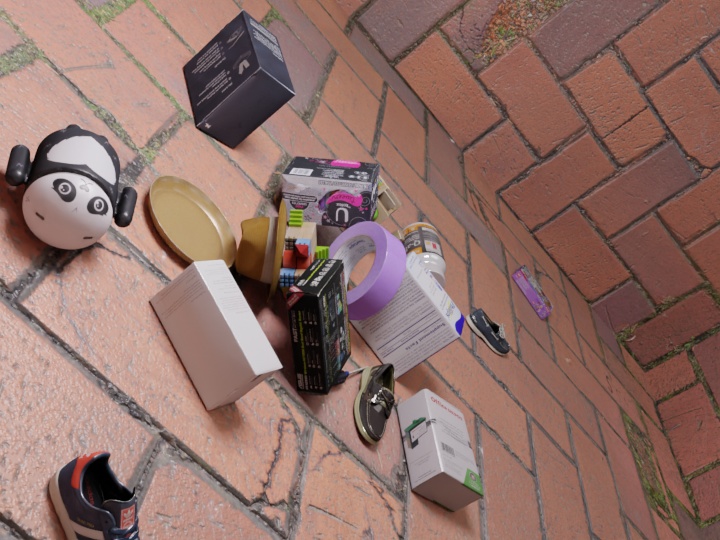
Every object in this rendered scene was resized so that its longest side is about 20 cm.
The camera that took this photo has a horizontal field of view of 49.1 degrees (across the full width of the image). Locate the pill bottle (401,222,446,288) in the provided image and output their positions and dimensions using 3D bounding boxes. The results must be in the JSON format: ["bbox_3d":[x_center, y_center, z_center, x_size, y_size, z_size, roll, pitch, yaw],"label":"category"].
[{"bbox_3d":[0.168,-0.028,2.115,0.116,0.116,0.201,39,27,-31],"label":"pill bottle"}]

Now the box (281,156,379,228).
[{"bbox_3d":[-0.065,-0.170,1.739,0.132,0.198,0.116,-70,164,-62],"label":"box"}]

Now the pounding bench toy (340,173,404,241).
[{"bbox_3d":[0.027,-0.133,1.977,0.201,0.124,0.156,53,23,-4],"label":"pounding bench toy"}]

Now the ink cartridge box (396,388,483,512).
[{"bbox_3d":[0.160,0.364,1.605,0.146,0.084,0.201,37,28,-35],"label":"ink cartridge box"}]

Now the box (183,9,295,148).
[{"bbox_3d":[-0.265,-0.411,1.703,0.117,0.196,0.201,28,34,-47],"label":"box"}]

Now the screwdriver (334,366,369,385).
[{"bbox_3d":[-0.021,0.199,1.560,0.200,0.028,0.029,-14,99,-67],"label":"screwdriver"}]

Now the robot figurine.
[{"bbox_3d":[-0.408,-0.123,1.122,0.201,0.149,0.126,-100,-179,-46],"label":"robot figurine"}]

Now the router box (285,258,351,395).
[{"bbox_3d":[-0.071,0.098,1.412,0.150,0.061,0.202,-53,143,-62],"label":"router box"}]

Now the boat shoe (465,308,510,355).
[{"bbox_3d":[0.391,0.179,2.330,0.200,0.062,0.075,43,23,-26],"label":"boat shoe"}]

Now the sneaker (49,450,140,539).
[{"bbox_3d":[-0.270,0.294,0.872,0.201,0.084,0.075,58,23,8],"label":"sneaker"}]

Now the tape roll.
[{"bbox_3d":[0.000,0.000,1.646,0.065,0.200,0.201,33,31,-37],"label":"tape roll"}]

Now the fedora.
[{"bbox_3d":[-0.184,-0.040,1.437,0.081,0.202,0.202,8,38,-9],"label":"fedora"}]

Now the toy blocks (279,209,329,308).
[{"bbox_3d":[-0.116,0.005,1.488,0.137,0.099,0.202,-80,172,-63],"label":"toy blocks"}]

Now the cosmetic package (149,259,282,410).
[{"bbox_3d":[-0.221,0.096,1.205,0.201,0.112,0.081,60,24,9],"label":"cosmetic package"}]

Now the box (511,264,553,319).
[{"bbox_3d":[0.659,0.080,3.011,0.201,0.039,0.137,56,22,3],"label":"box"}]

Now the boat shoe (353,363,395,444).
[{"bbox_3d":[0.034,0.250,1.540,0.073,0.065,0.201,46,26,-26],"label":"boat shoe"}]

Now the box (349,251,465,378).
[{"bbox_3d":[0.097,0.097,1.723,0.201,0.183,0.105,52,21,-6],"label":"box"}]

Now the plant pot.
[{"bbox_3d":[-0.301,-0.080,1.398,0.200,0.027,0.201,42,26,-25],"label":"plant pot"}]
